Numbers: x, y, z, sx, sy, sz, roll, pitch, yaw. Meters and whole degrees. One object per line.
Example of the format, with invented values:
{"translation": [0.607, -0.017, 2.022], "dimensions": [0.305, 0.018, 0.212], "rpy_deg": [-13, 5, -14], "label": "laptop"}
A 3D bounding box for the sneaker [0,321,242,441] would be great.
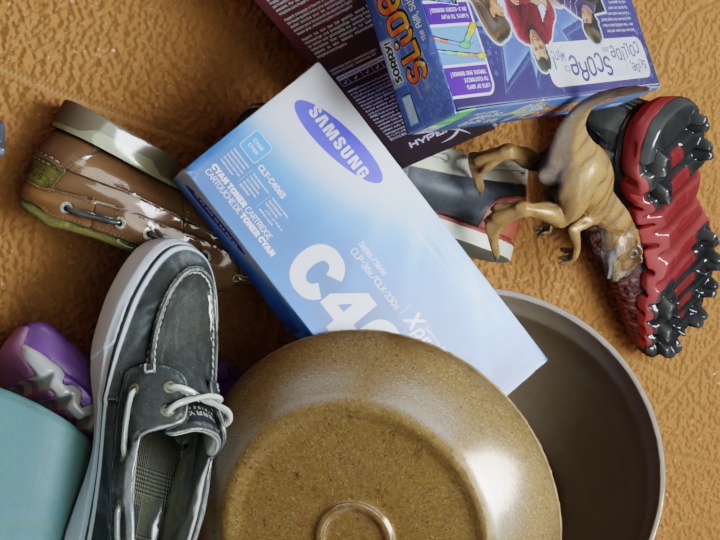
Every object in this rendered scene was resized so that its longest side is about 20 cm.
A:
{"translation": [-0.109, 0.080, 0.948], "dimensions": [0.200, 0.080, 0.089], "rpy_deg": [38, 68, -24], "label": "sneaker"}

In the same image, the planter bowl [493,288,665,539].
{"translation": [0.064, 0.127, 0.983], "dimensions": [0.198, 0.135, 0.202], "rpy_deg": [1, 70, -2], "label": "planter bowl"}

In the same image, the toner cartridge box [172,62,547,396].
{"translation": [0.000, 0.000, 0.901], "dimensions": [0.095, 0.043, 0.200], "rpy_deg": [-40, 95, -15], "label": "toner cartridge box"}

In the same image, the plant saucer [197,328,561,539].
{"translation": [0.002, 0.132, 0.865], "dimensions": [0.198, 0.035, 0.202], "rpy_deg": [3, 102, 16], "label": "plant saucer"}

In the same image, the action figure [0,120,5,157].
{"translation": [-0.270, -0.089, 0.825], "dimensions": [0.199, 0.104, 0.195], "rpy_deg": [-19, 96, -25], "label": "action figure"}

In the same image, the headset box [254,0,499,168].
{"translation": [0.009, -0.182, 0.928], "dimensions": [0.200, 0.075, 0.149], "rpy_deg": [46, 45, -25], "label": "headset box"}

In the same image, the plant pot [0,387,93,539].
{"translation": [-0.229, 0.116, 0.828], "dimensions": [0.200, 0.140, 0.143], "rpy_deg": [16, 78, -57], "label": "plant pot"}

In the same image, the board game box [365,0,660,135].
{"translation": [0.077, -0.148, 0.902], "dimensions": [0.199, 0.034, 0.136], "rpy_deg": [-12, 83, -50], "label": "board game box"}

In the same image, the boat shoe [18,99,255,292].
{"translation": [-0.094, -0.017, 0.944], "dimensions": [0.199, 0.072, 0.068], "rpy_deg": [30, 86, -16], "label": "boat shoe"}

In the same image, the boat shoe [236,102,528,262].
{"translation": [0.015, -0.062, 0.987], "dimensions": [0.199, 0.071, 0.063], "rpy_deg": [20, 83, -29], "label": "boat shoe"}

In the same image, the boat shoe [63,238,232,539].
{"translation": [-0.096, 0.081, 0.862], "dimensions": [0.072, 0.071, 0.202], "rpy_deg": [19, 73, -44], "label": "boat shoe"}

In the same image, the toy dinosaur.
{"translation": [0.114, -0.057, 0.951], "dimensions": [0.105, 0.061, 0.200], "rpy_deg": [-15, 152, 9], "label": "toy dinosaur"}

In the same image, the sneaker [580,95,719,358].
{"translation": [0.171, -0.032, 1.072], "dimensions": [0.071, 0.098, 0.201], "rpy_deg": [-41, 137, -28], "label": "sneaker"}
